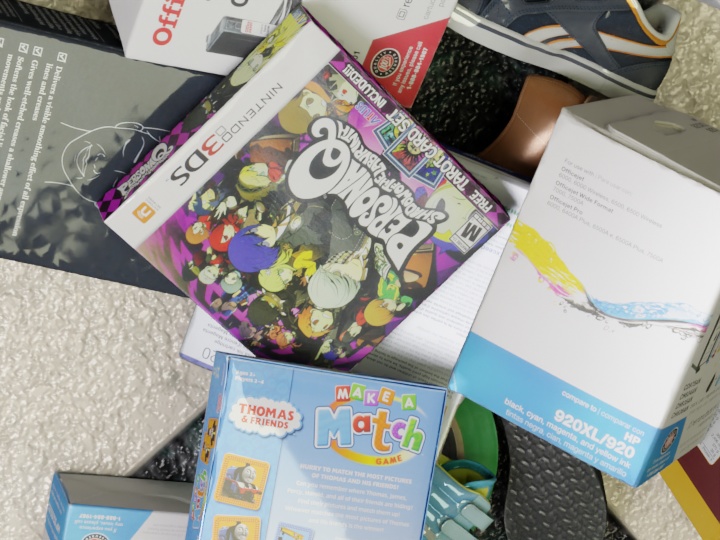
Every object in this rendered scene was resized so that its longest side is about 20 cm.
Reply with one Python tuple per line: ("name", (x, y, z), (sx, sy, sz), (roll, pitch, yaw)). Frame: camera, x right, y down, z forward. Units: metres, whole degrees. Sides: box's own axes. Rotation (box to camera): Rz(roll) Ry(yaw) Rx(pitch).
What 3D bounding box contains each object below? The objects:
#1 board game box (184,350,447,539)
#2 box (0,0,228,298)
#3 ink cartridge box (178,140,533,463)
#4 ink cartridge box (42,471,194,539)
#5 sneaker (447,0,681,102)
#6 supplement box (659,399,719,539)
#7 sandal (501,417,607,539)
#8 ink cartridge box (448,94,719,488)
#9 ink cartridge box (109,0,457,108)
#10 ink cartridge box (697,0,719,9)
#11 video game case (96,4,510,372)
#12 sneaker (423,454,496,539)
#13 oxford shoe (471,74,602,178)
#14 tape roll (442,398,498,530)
("board game box", (-0.034, 0.161, 1.567), (0.151, 0.037, 0.201), (10, 91, -19))
("box", (-0.178, -0.081, 1.580), (0.199, 0.107, 0.149), (13, 102, -18))
("ink cartridge box", (0.000, 0.000, 1.646), (0.196, 0.043, 0.201), (23, 103, 10))
("ink cartridge box", (-0.169, 0.248, 1.703), (0.115, 0.068, 0.201), (7, 104, -19))
("sneaker", (0.128, -0.176, 1.656), (0.200, 0.078, 0.080), (18, 106, -31))
("supplement box", (0.330, 0.082, 1.693), (0.197, 0.133, 0.200), (5, 131, -40))
("sandal", (0.137, 0.127, 1.756), (0.075, 0.048, 0.201), (-2, 114, 15))
("ink cartridge box", (0.177, 0.007, 1.583), (0.144, 0.147, 0.201), (28, 109, 19))
("ink cartridge box", (-0.043, -0.195, 1.535), (0.199, 0.084, 0.145), (9, 126, -21))
("ink cartridge box", (0.257, -0.296, 1.652), (0.200, 0.084, 0.145), (-46, 113, 1))
("video game case", (-0.034, -0.038, 1.551), (0.181, 0.036, 0.200), (-43, 118, 7))
("sneaker", (0.054, 0.207, 1.699), (0.130, 0.080, 0.200), (-30, 113, -4))
("oxford shoe", (0.096, -0.041, 1.672), (0.071, 0.071, 0.200), (30, 105, 11))
("tape roll", (-0.005, 0.131, 1.726), (0.200, 0.048, 0.201), (-5, 108, -14))
